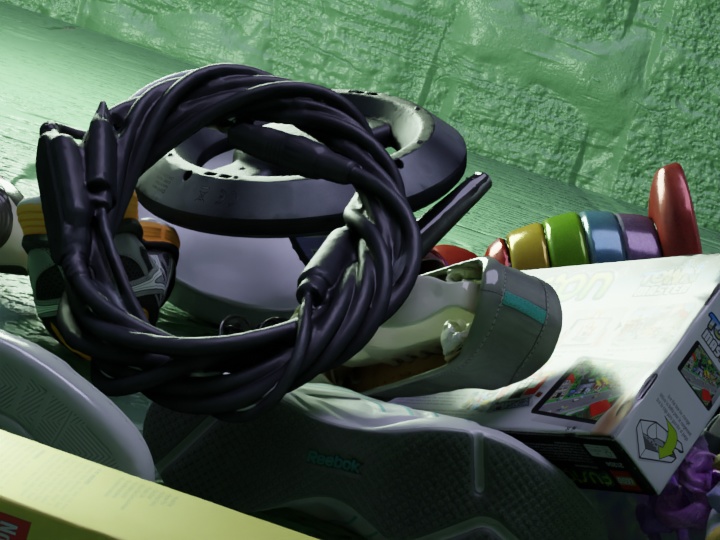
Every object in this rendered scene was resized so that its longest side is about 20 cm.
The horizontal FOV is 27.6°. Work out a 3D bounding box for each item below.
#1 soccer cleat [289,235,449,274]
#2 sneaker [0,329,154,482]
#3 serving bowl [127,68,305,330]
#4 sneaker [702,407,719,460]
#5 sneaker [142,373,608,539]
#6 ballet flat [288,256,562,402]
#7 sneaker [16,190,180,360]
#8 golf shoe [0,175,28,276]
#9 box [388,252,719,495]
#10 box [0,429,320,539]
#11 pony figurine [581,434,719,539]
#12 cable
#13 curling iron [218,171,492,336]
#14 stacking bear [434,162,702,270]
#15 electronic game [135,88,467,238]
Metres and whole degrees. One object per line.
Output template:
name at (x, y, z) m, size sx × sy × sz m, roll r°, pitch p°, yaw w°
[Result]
soccer cleat at (0.018, -0.004, 0.874) m, size 0.068 × 0.073 × 0.200 m, roll -17°, pitch 57°, yaw -29°
sneaker at (-0.156, 0.038, 0.566) m, size 0.199 × 0.073 × 0.112 m, roll 18°, pitch 12°, yaw 10°
serving bowl at (-0.077, -0.038, 0.958) m, size 0.199 × 0.066 × 0.201 m, roll 11°, pitch 51°, yaw -14°
sneaker at (0.225, 0.096, 0.902) m, size 0.146 × 0.077 × 0.202 m, roll 12°, pitch 12°, yaw -41°
sneaker at (0.011, 0.083, 0.632) m, size 0.199 × 0.071 × 0.080 m, roll 19°, pitch 7°, yaw 8°
ballet flat at (0.002, 0.031, 0.681) m, size 0.064 × 0.068 × 0.199 m, roll 27°, pitch -30°, yaw -38°
sneaker at (-0.135, 0.011, 0.771) m, size 0.078 × 0.078 × 0.200 m, roll -12°, pitch -8°, yaw 1°
golf shoe at (-0.255, -0.042, 0.886) m, size 0.088 × 0.077 × 0.200 m, roll 36°, pitch -2°, yaw -42°
box at (0.085, 0.045, 0.673) m, size 0.035 × 0.110 × 0.200 m, roll 51°, pitch -26°, yaw -19°
box at (-0.026, 0.112, 0.403) m, size 0.199 × 0.076 × 0.050 m, roll 20°, pitch 10°, yaw 4°
pony figurine at (0.183, 0.109, 0.645) m, size 0.193 × 0.166 × 0.200 m, roll 50°, pitch 9°, yaw 1°
cable at (-0.054, -0.013, 0.639) m, size 0.162 × 0.051 × 0.201 m, roll -8°, pitch 45°, yaw -16°
curling iron at (0.000, 0.000, 0.814) m, size 0.200 × 0.026 × 0.050 m, roll -37°, pitch 56°, yaw -21°
stacking bear at (0.121, 0.014, 0.973) m, size 0.199 × 0.122 × 0.114 m, roll -7°, pitch 45°, yaw 4°
electronic game at (-0.036, -0.064, 0.870) m, size 0.199 × 0.042 × 0.200 m, roll -3°, pitch 25°, yaw 1°
